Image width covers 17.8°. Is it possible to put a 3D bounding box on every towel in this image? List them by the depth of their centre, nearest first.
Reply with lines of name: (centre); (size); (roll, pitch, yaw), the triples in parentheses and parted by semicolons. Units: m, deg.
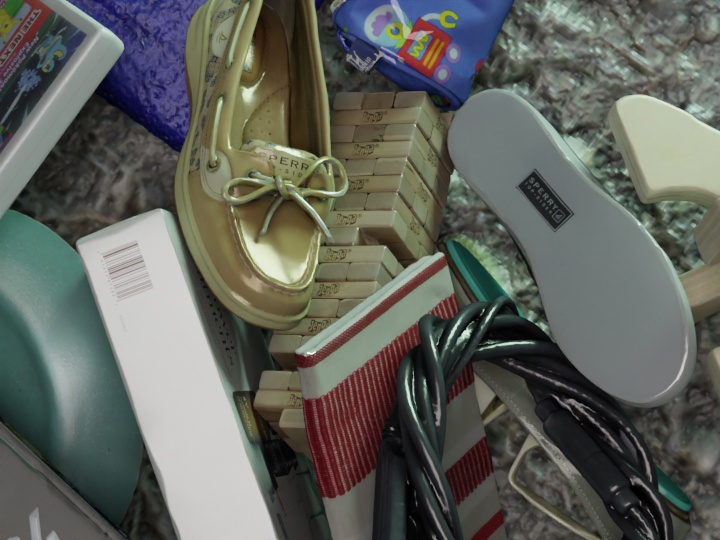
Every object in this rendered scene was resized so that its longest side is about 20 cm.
towel: (0.022, 0.108, 1.125); (0.023, 0.144, 0.201); (-2, 109, 31)
towel: (-0.084, -0.175, 1.231); (0.147, 0.050, 0.200); (34, 90, 8)

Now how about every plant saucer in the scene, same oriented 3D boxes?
plant saucer: (-0.200, 0.067, 1.184); (0.199, 0.036, 0.201); (7, 103, 33)

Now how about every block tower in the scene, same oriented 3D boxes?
block tower: (0.000, 0.000, 1.164); (0.054, 0.058, 0.201); (0, 60, 26)

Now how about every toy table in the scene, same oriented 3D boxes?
toy table: (0.209, -0.012, 1.135); (0.117, 0.184, 0.201); (-18, 64, -11)

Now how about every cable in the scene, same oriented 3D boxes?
cable: (0.082, 0.103, 1.095); (0.163, 0.051, 0.201); (17, 56, -21)

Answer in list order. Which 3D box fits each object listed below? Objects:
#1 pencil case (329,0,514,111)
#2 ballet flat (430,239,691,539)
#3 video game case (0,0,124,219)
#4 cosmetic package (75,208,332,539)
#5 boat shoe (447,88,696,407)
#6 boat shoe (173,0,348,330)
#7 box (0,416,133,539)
pencil case: (0.055, -0.184, 1.203); (0.087, 0.078, 0.201); (26, 88, 1)
ballet flat: (0.087, 0.075, 1.189); (0.064, 0.067, 0.200); (-43, 82, 12)
video game case: (-0.226, -0.070, 1.197); (0.200, 0.023, 0.182); (-53, 42, 0)
cosmetic package: (-0.071, 0.074, 1.161); (0.051, 0.151, 0.201); (-20, 85, 5)
boat shoe: (0.113, -0.011, 1.160); (0.069, 0.057, 0.200); (-37, 59, 11)
boat shoe: (-0.048, -0.066, 1.134); (0.073, 0.063, 0.201); (13, 54, -33)
box: (-0.211, 0.172, 1.108); (0.198, 0.050, 0.200); (42, 86, 8)
